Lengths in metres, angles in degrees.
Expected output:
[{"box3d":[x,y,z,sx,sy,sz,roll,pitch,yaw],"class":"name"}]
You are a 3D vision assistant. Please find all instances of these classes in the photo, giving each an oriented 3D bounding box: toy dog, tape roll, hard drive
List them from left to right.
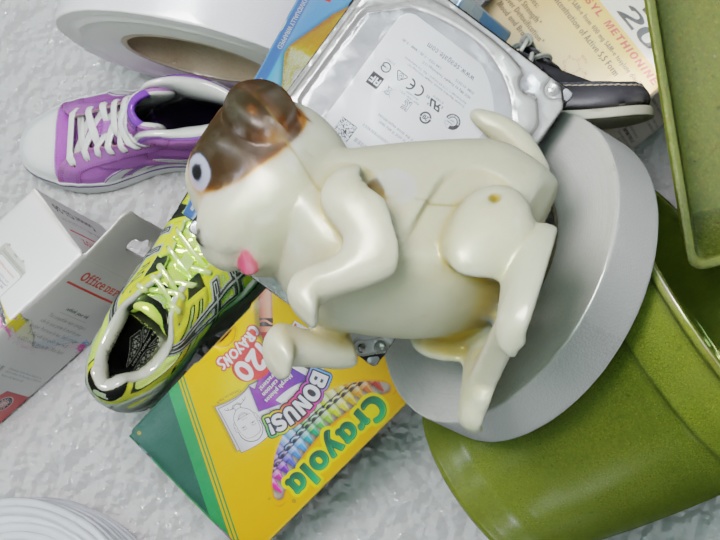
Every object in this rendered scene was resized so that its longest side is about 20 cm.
[{"box3d":[-0.104,-0.175,1.364,0.202,0.202,0.071,10,83,19],"class":"tape roll"},{"box3d":[0.002,-0.031,1.094,0.199,0.140,0.195,18,69,-1],"class":"toy dog"},{"box3d":[0.011,-0.064,1.180,0.140,0.038,0.200,37,90,-2],"class":"hard drive"},{"box3d":[0.091,0.003,1.199,0.203,0.037,0.203,-34,42,37],"class":"tape roll"}]

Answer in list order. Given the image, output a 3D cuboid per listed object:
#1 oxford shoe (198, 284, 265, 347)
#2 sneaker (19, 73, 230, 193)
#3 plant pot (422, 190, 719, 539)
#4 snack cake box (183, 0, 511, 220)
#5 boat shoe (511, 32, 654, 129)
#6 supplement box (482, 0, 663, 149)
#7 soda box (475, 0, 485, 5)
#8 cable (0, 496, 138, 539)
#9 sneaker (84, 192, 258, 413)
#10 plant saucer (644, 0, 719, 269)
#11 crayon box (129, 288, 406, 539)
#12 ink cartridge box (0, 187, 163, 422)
[{"box3d":[-0.087,0.004,1.401,0.200,0.075,0.058,-37,110,-1],"class":"oxford shoe"},{"box3d":[-0.164,-0.105,1.415,0.200,0.114,0.073,-6,79,17],"class":"sneaker"},{"box3d":[0.149,0.081,1.249,0.193,0.200,0.201,-37,70,18],"class":"plant pot"},{"box3d":[-0.009,-0.091,1.255,0.115,0.067,0.200,28,89,35],"class":"snack cake box"},{"box3d":[0.091,-0.122,1.281,0.199,0.073,0.063,4,89,28],"class":"boat shoe"},{"box3d":[0.166,-0.156,1.341,0.200,0.074,0.126,-39,71,7],"class":"supplement box"},{"box3d":[0.091,-0.249,1.347,0.068,0.063,0.200,47,72,-22],"class":"soda box"},{"box3d":[-0.230,0.254,1.385,0.200,0.069,0.200,42,93,20],"class":"cable"},{"box3d":[-0.113,0.009,1.326,0.075,0.076,0.200,29,92,3],"class":"sneaker"},{"box3d":[0.262,-0.120,1.255,0.199,0.048,0.201,-14,100,-21],"class":"plant saucer"},{"box3d":[-0.042,0.078,1.333,0.119,0.058,0.200,45,106,3],"class":"crayon box"},{"box3d":[-0.229,0.017,1.409,0.200,0.116,0.068,-41,70,5],"class":"ink cartridge box"}]
